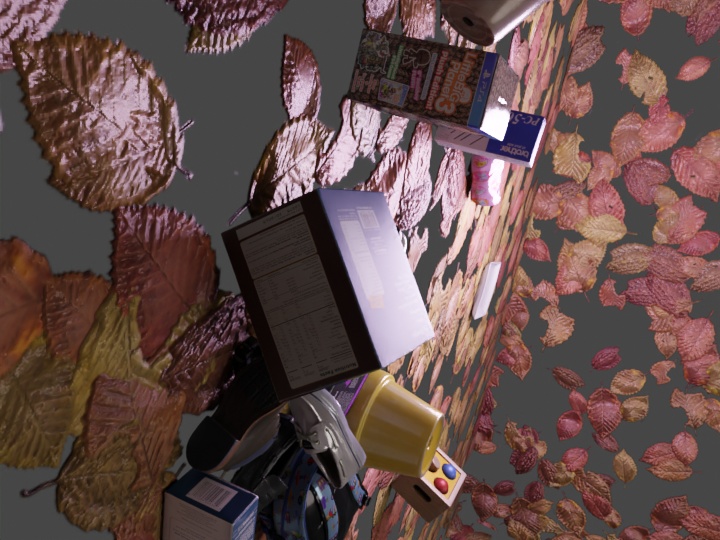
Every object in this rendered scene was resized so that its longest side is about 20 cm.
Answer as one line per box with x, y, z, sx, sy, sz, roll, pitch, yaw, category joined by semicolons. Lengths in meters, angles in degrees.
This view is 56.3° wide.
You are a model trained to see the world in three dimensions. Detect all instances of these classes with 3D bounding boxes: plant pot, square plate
0.056;0.309;1.320;0.201;0.188;0.202;-53;153;-43;plant pot
0.433;0.064;2.331;0.198;0.028;0.202;-2;109;-68;square plate
0.231;-0.493;1.153;0.174;0.200;0.200;-52;158;-2;plant pot

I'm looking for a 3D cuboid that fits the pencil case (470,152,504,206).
0.318;-0.252;1.695;0.088;0.087;0.201;-60;157;-30;pencil case

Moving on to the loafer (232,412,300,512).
-0.140;0.304;0.973;0.202;0.070;0.068;-64;158;-22;loafer

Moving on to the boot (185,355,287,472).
-0.131;0.177;0.863;0.200;0.075;0.097;-44;158;-12;boot

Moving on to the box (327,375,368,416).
-0.041;0.209;1.156;0.144;0.036;0.200;-61;165;-3;box

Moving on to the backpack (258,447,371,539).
-0.080;0.358;1.081;0.183;0.134;0.201;-53;145;-43;backpack

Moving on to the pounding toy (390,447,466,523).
0.186;0.578;1.915;0.142;0.200;0.184;-50;173;31;pounding toy

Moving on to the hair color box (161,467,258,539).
-0.192;0.357;0.839;0.060;0.099;0.202;-35;138;-61;hair color box

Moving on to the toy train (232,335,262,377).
-0.145;0.175;0.902;0.046;0.034;0.201;-32;136;-39;toy train

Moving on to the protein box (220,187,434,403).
-0.029;0.022;0.804;0.198;0.134;0.201;-13;83;-67;protein box

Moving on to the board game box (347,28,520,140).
0.108;-0.262;0.961;0.159;0.199;0.098;-11;117;-67;board game box

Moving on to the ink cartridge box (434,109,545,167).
0.256;-0.276;1.334;0.044;0.199;0.095;19;89;-70;ink cartridge box

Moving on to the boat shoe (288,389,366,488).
-0.057;0.233;0.961;0.201;0.073;0.067;56;50;-23;boat shoe

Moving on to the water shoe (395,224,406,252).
0.000;0.000;1.042;0.079;0.071;0.201;51;54;-33;water shoe
